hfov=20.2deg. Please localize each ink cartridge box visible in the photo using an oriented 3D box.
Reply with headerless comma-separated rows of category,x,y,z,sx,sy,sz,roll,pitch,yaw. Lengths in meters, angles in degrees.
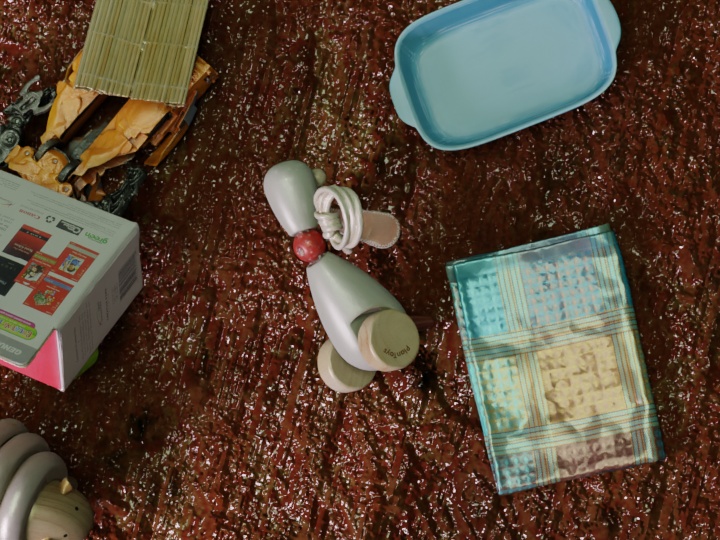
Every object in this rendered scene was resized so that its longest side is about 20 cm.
ink cartridge box,-0.309,0.010,1.664,0.199,0.084,0.176,22,50,16

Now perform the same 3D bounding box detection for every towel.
towel,0.159,0.072,1.660,0.146,0.022,0.201,-14,80,10

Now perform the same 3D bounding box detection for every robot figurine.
robot figurine,-0.222,-0.126,1.746,0.145,0.058,0.200,42,91,14

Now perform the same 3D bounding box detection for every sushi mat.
sushi mat,-0.178,-0.231,1.732,0.095,0.012,0.201,11,65,-2

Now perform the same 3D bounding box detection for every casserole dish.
casserole dish,0.122,-0.173,1.693,0.199,0.039,0.122,-20,78,7

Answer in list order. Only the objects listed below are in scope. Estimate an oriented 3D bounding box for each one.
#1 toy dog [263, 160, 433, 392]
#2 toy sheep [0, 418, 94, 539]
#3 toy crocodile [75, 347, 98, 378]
toy dog,0.000,0.000,1.661,0.132,0.096,0.201,10,118,49
toy sheep,-0.314,0.182,1.684,0.199,0.138,0.139,14,85,13
toy crocodile,-0.313,0.029,1.745,0.199,0.062,0.068,23,51,16
